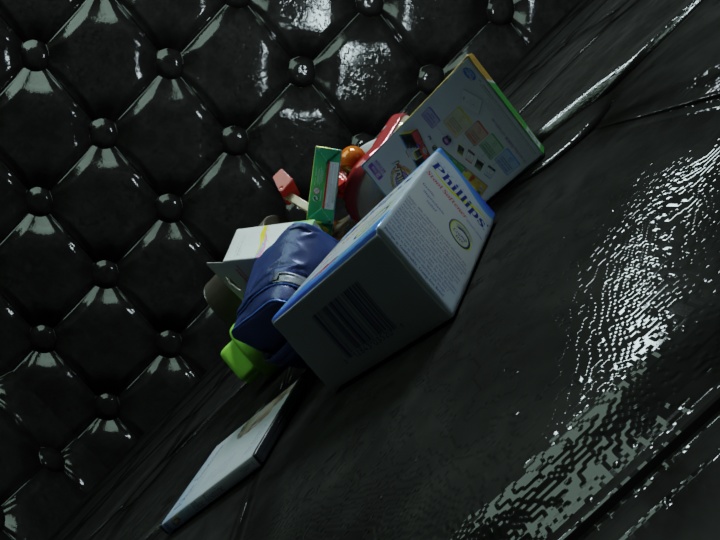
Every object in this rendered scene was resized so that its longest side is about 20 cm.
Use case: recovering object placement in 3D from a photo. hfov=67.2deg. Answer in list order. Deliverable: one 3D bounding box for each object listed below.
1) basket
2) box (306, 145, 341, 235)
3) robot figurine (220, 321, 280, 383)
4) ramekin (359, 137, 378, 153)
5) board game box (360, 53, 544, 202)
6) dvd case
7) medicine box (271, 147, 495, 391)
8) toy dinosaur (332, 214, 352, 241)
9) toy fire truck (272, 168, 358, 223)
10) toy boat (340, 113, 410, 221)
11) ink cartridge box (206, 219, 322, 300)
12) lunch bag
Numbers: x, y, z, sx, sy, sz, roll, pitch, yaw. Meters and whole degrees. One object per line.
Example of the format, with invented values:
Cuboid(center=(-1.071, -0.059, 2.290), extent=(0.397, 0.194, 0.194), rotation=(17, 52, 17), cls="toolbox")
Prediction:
Cuboid(center=(-0.189, 0.006, 1.076), extent=(0.201, 0.177, 0.138), rotation=(-50, 24, 27), cls="basket")
Cuboid(center=(-0.062, -0.109, 0.901), extent=(0.200, 0.046, 0.122), rotation=(125, 152, -78), cls="box")
Cuboid(center=(-0.158, 0.107, 0.983), extent=(0.200, 0.115, 0.176), rotation=(-45, -16, -10), cls="robot figurine")
Cuboid(center=(0.077, -0.195, 1.132), extent=(0.192, 0.109, 0.201), rotation=(-12, -12, -2), cls="ramekin")
Cuboid(center=(0.117, -0.150, 0.715), extent=(0.199, 0.154, 0.040), rotation=(-39, 5, 30), cls="board game box")
Cuboid(center=(-0.153, 0.224, 0.664), extent=(0.199, 0.018, 0.143), rotation=(-42, 8, 27), cls="dvd case")
Cuboid(center=(0.029, -0.004, 0.574), extent=(0.181, 0.103, 0.201), rotation=(-39, 9, 39), cls="medicine box")
Cuboid(center=(-0.046, -0.082, 1.073), extent=(0.199, 0.061, 0.106), rotation=(-41, 4, 17), cls="toy dinosaur")
Cuboid(center=(-0.064, -0.147, 1.037), extent=(0.140, 0.200, 0.049), rotation=(-39, -29, -8), cls="toy fire truck")
Cuboid(center=(0.020, -0.174, 0.912), extent=(0.133, 0.127, 0.203), rotation=(81, -149, -47), cls="toy boat")
Cuboid(center=(-0.133, -0.010, 0.853), extent=(0.194, 0.118, 0.069), rotation=(-3, 53, 30), cls="ink cartridge box")
Cuboid(center=(-0.090, 0.051, 0.733), extent=(0.199, 0.133, 0.136), rotation=(-37, 31, 50), cls="lunch bag")
